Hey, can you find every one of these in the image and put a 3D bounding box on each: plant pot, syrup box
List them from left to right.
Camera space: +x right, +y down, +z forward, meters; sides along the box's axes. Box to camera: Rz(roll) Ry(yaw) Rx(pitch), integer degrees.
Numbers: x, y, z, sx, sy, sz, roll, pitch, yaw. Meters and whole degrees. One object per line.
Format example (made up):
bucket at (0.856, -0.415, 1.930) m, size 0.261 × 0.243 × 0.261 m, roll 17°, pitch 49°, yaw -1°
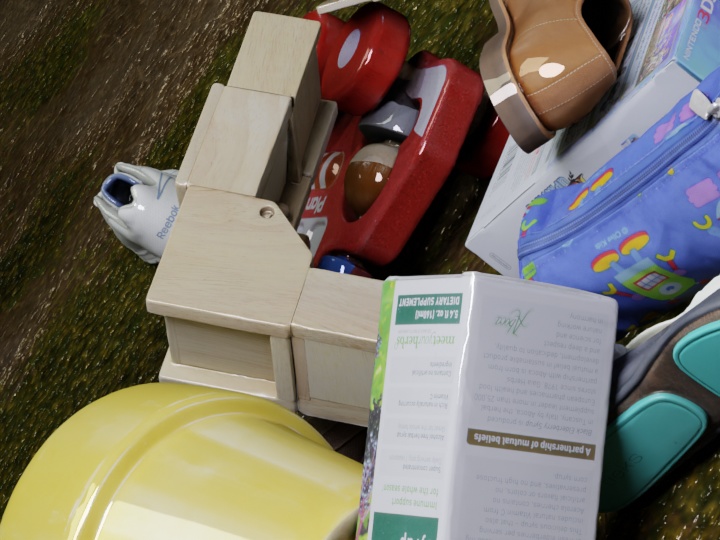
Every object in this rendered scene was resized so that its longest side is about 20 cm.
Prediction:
plant pot at (-0.045, 0.159, 1.336) m, size 0.188 × 0.201 × 0.201 m, roll 3°, pitch 60°, yaw 48°
syrup box at (0.051, 0.106, 1.230) m, size 0.079 × 0.081 × 0.201 m, roll -3°, pitch 79°, yaw 61°

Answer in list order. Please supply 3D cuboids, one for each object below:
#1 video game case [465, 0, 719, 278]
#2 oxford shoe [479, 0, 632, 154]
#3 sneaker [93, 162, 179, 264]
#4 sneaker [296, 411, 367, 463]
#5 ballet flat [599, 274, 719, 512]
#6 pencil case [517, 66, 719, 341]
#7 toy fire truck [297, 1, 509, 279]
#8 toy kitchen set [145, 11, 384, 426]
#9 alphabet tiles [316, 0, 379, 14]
video game case at (0.145, -0.111, 1.440) m, size 0.181 × 0.045 × 0.200 m, roll -44°, pitch 16°, yaw 46°
oxford shoe at (0.104, -0.125, 1.409) m, size 0.071 × 0.071 × 0.200 m, roll -29°, pitch 25°, yaw 16°
sneaker at (-0.149, -0.049, 1.993) m, size 0.075 × 0.087 × 0.200 m, roll -60°, pitch 20°, yaw -5°
sneaker at (-0.040, 0.136, 1.519) m, size 0.200 × 0.076 × 0.070 m, roll -44°, pitch 7°, yaw -38°
ballet flat at (0.152, 0.037, 1.227) m, size 0.200 × 0.073 × 0.073 m, roll -39°, pitch 26°, yaw 43°
pencil case at (0.146, -0.035, 1.247) m, size 0.200 × 0.087 × 0.078 m, roll -37°, pitch 48°, yaw 50°
toy fire truck at (0.005, -0.057, 1.639) m, size 0.200 × 0.112 × 0.169 m, roll 3°, pitch 71°, yaw 67°
toy kitchen set at (0.000, 0.000, 1.515) m, size 0.164 × 0.179 × 0.201 m, roll 85°, pitch -162°, yaw -54°
alphabet tiles at (0.074, -0.173, 1.586) m, size 0.199 × 0.006 × 0.166 m, roll -14°, pitch 6°, yaw 4°
